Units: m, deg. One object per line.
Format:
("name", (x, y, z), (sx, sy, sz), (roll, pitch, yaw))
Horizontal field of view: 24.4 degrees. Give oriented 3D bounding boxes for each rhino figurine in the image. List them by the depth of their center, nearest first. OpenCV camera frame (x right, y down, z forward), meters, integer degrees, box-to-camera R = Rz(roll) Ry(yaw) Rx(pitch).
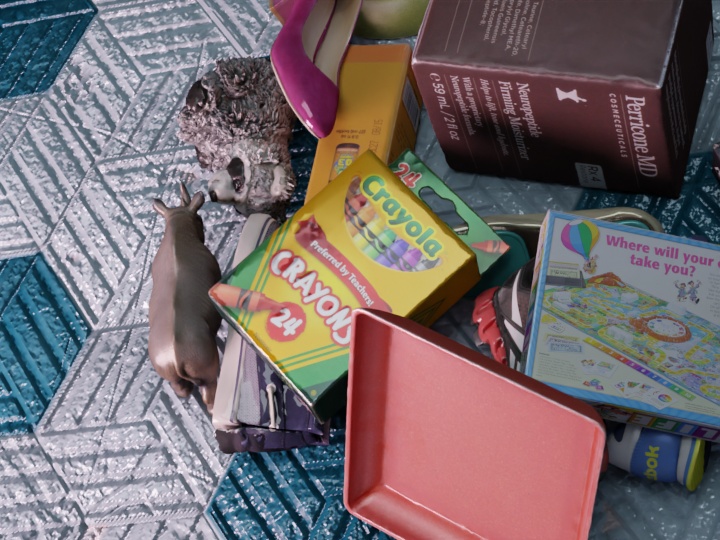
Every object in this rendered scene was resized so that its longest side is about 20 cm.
("rhino figurine", (-0.140, 0.011, 1.350), (0.059, 0.088, 0.202), (-10, 58, 9))

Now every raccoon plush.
("raccoon plush", (-0.060, -0.127, 1.415), (0.200, 0.097, 0.134), (-43, 66, -12))

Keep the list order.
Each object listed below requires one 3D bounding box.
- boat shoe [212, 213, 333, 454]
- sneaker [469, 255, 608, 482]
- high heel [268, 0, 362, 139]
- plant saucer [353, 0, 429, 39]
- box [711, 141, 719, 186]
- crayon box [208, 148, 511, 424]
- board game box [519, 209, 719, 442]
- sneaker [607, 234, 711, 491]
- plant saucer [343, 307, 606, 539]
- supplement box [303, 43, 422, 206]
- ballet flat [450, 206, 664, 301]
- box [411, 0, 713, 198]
("boat shoe", (-0.057, 0.051, 1.321), (0.092, 0.075, 0.202), (2, 68, 9))
("sneaker", (0.144, 0.066, 1.213), (0.098, 0.070, 0.201), (-49, 36, 28))
("high heel", (-0.021, -0.194, 1.380), (0.095, 0.067, 0.201), (-28, 38, 17))
("plant saucer", (0.035, -0.301, 1.524), (0.198, 0.031, 0.202), (-7, 59, 11))
("box", (0.377, -0.036, 1.250), (0.160, 0.049, 0.201), (-21, 61, 0))
("crayon box", (0.000, 0.000, 1.261), (0.200, 0.051, 0.127), (-42, 67, -8))
("board game box", (0.216, 0.043, 1.168), (0.198, 0.034, 0.136), (12, 68, 0))
("sneaker", (0.223, 0.061, 1.228), (0.081, 0.074, 0.202), (3, 60, 20))
("plant saucer", (0.080, 0.131, 1.165), (0.199, 0.201, 0.037), (25, 44, 26))
("supplement box", (0.003, -0.090, 1.386), (0.066, 0.069, 0.202), (2, 59, 18))
("ballet flat", (0.139, -0.018, 1.311), (0.198, 0.070, 0.070), (-5, 58, 11))
("box", (0.167, -0.178, 1.328), (0.198, 0.166, 0.166), (9, 65, 20))
